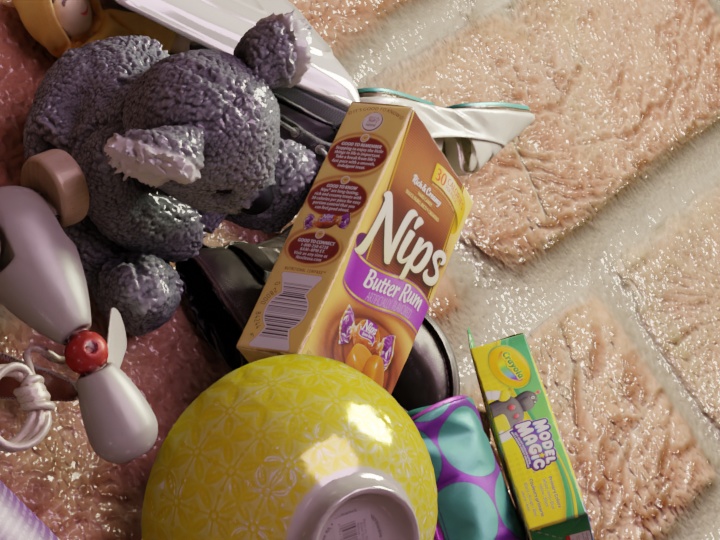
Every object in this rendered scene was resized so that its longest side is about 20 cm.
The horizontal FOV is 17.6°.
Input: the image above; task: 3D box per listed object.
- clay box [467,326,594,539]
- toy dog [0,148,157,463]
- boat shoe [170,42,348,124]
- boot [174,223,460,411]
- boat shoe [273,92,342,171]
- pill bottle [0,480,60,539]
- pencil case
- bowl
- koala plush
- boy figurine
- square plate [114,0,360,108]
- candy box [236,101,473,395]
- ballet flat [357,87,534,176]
[{"bbox_3d":[0.126,0.137,1.696,0.115,0.047,0.200,72,2,-47],"label":"clay box"},{"bbox_3d":[-0.201,0.028,1.448,0.132,0.096,0.200,-2,76,-28],"label":"toy dog"},{"bbox_3d":[-0.073,-0.147,1.738,0.200,0.072,0.062,32,26,-30],"label":"boat shoe"},{"bbox_3d":[-0.036,0.047,1.644,0.200,0.069,0.174,52,37,10],"label":"boot"},{"bbox_3d":[-0.010,-0.081,1.701,0.200,0.068,0.072,24,17,-2],"label":"boat shoe"},{"bbox_3d":[-0.244,0.148,1.281,0.200,0.111,0.111,48,37,-13],"label":"pill bottle"},{"bbox_3d":[0.071,0.191,1.619,0.092,0.085,0.200,-4,71,-57],"label":"pencil case"},{"bbox_3d":[-0.024,0.158,1.444,0.200,0.108,0.201,-7,103,-31],"label":"bowl"},{"bbox_3d":[-0.116,-0.084,1.488,0.177,0.200,0.184,-40,96,-24],"label":"koala plush"},{"bbox_3d":[-0.159,-0.137,1.628,0.200,0.064,0.124,48,55,-10],"label":"boy figurine"},{"bbox_3d":[-0.104,-0.193,1.670,0.200,0.028,0.198,23,16,-26],"label":"square plate"},{"bbox_3d":[0.000,0.000,1.571,0.117,0.056,0.200,53,52,-48],"label":"candy box"},{"bbox_3d":[0.062,-0.106,1.878,0.200,0.069,0.070,2,62,-43],"label":"ballet flat"}]
